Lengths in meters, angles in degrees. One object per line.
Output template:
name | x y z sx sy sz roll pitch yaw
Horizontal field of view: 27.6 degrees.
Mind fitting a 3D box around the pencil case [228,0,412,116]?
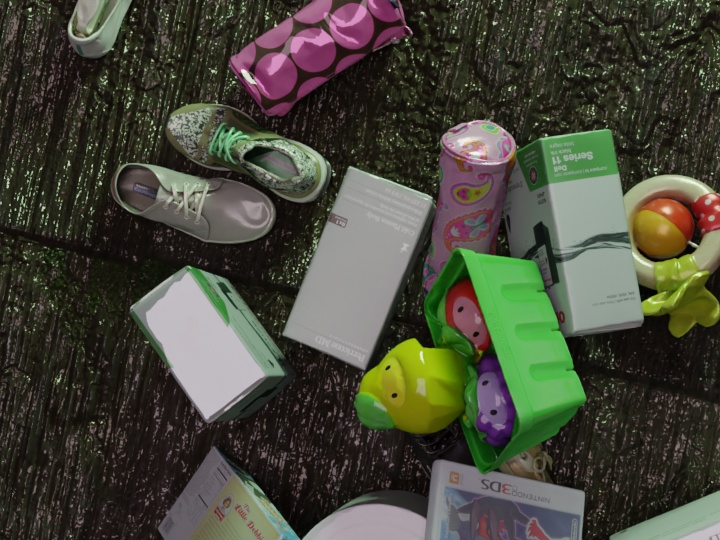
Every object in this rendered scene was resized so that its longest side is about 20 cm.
pencil case | -0.043 -0.250 1.631 0.199 0.091 0.094 -32 97 8

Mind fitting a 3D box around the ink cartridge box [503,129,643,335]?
ink cartridge box | 0.216 -0.031 1.533 0.082 0.147 0.202 -8 85 -15

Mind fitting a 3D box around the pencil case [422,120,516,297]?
pencil case | 0.112 -0.057 1.552 0.087 0.088 0.201 14 129 9

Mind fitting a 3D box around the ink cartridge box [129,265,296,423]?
ink cartridge box | -0.153 0.081 1.575 0.083 0.200 0.147 -37 84 2

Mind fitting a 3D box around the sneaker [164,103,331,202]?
sneaker | -0.131 -0.139 1.635 0.198 0.089 0.078 20 91 9

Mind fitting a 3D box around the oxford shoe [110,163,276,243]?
oxford shoe | -0.194 -0.077 1.659 0.198 0.058 0.076 15 87 7

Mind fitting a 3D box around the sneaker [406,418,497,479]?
sneaker | 0.080 0.179 1.580 0.075 0.106 0.201 -35 83 6

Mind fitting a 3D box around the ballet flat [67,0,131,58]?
ballet flat | -0.285 -0.341 1.680 0.069 0.069 0.202 20 91 9

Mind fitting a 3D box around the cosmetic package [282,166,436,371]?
cosmetic package | 0.000 0.000 1.611 0.106 0.090 0.202 20 88 6

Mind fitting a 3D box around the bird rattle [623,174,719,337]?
bird rattle | 0.345 -0.039 1.556 0.162 0.113 0.201 32 90 25

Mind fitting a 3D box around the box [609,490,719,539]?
box | 0.372 0.321 1.481 0.198 0.200 0.173 -23 82 8

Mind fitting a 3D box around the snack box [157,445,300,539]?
snack box | -0.143 0.286 1.579 0.037 0.200 0.117 33 94 -34

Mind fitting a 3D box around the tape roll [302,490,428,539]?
tape roll | 0.026 0.342 1.566 0.201 0.139 0.205 -1 87 9

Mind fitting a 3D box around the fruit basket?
fruit basket | 0.096 0.098 1.469 0.213 0.156 0.217 7 61 -12

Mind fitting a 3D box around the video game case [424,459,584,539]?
video game case | 0.144 0.308 1.493 0.181 0.023 0.202 15 72 -24

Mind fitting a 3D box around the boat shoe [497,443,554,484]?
boat shoe | 0.165 0.174 1.586 0.063 0.073 0.201 -36 76 10
